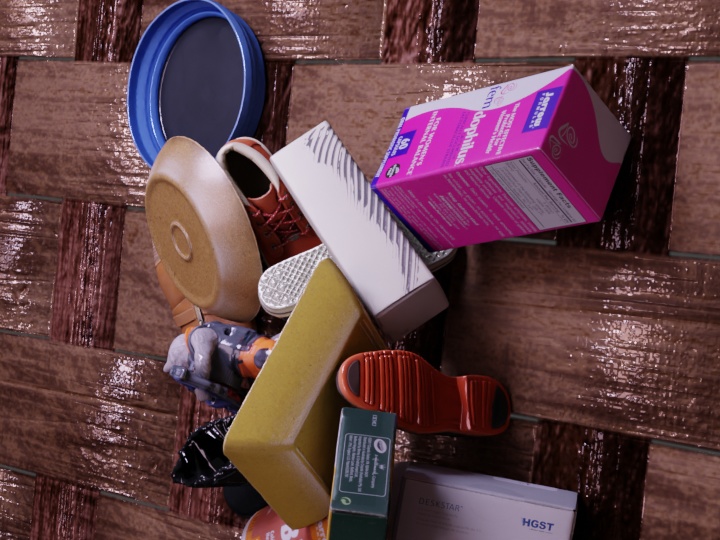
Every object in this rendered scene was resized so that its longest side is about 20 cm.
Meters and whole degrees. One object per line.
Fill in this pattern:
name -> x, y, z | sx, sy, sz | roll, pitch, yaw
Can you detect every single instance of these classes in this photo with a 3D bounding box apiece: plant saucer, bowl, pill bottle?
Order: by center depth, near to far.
plant saucer -> -0.028, 0.120, 1.591 | 0.048, 0.200, 0.200 | 17, 68, 27
pill bottle -> -0.014, 0.253, 1.696 | 0.200, 0.112, 0.112 | -30, 67, 39
plant saucer -> -0.166, -0.035, 1.772 | 0.200, 0.035, 0.200 | 40, 143, 41
bowl -> -0.180, -0.197, 1.943 | 0.201, 0.039, 0.201 | -4, 84, 44

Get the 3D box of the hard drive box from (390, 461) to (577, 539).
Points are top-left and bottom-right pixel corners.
hard drive box -> 0.099, 0.284, 1.558 | 0.156, 0.077, 0.200 | 11, 96, 7

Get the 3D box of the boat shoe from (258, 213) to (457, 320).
boat shoe -> 0.000, 0.000, 1.708 | 0.200, 0.062, 0.075 | -21, 64, 8

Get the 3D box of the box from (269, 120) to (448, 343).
box -> -0.002, -0.036, 1.645 | 0.068, 0.082, 0.200 | -34, 66, -1

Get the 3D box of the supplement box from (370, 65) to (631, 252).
supplement box -> 0.124, -0.096, 1.574 | 0.200, 0.103, 0.101 | -10, 45, 42

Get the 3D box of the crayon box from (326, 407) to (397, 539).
crayon box -> -0.004, 0.234, 1.525 | 0.126, 0.052, 0.200 | -83, 0, -52

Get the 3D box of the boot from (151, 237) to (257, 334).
boot -> -0.137, -0.007, 1.866 | 0.200, 0.077, 0.155 | -21, 79, 31

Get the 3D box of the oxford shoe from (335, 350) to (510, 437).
oxford shoe -> 0.044, 0.120, 1.589 | 0.073, 0.200, 0.071 | -17, 63, 44

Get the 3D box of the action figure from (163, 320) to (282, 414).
action figure -> -0.101, 0.096, 1.778 | 0.193, 0.200, 0.105 | 4, 74, 16

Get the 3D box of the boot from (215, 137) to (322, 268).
boot -> -0.079, -0.045, 1.752 | 0.075, 0.107, 0.200 | -37, 89, 0

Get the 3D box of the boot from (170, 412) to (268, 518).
boot -> -0.118, 0.197, 1.766 | 0.198, 0.162, 0.073 | -34, 66, 38
